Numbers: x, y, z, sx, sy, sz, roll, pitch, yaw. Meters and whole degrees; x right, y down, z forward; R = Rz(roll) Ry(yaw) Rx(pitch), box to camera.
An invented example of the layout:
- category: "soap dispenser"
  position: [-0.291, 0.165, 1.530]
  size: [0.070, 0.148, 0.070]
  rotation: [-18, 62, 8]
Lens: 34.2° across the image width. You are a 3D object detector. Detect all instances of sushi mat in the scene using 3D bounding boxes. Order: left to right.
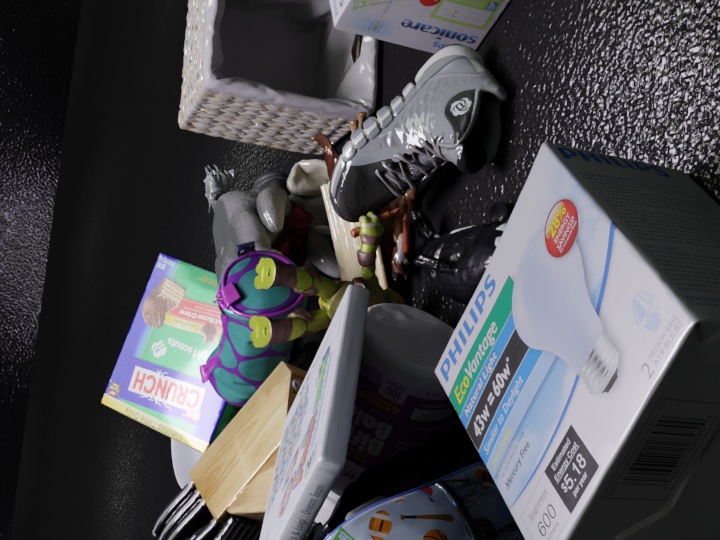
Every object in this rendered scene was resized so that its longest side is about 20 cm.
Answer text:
- category: "sushi mat"
  position: [0.000, 0.000, 1.183]
  size: [0.096, 0.012, 0.201]
  rotation: [-18, 83, 65]

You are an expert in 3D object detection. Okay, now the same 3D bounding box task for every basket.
- category: "basket"
  position: [-0.094, -0.256, 1.336]
  size: [0.161, 0.199, 0.199]
  rotation: [145, 130, -64]

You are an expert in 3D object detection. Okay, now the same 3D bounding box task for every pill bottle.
- category: "pill bottle"
  position: [0.016, 0.139, 1.053]
  size: [0.201, 0.112, 0.112]
  rotation: [-68, 28, 26]

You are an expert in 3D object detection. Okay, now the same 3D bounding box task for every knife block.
- category: "knife block"
  position: [-0.125, 0.201, 1.171]
  size: [0.175, 0.064, 0.201]
  rotation: [-9, 66, 34]

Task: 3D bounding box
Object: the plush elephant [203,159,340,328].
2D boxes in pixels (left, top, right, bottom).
- category: "plush elephant"
  position: [-0.081, -0.037, 1.298]
  size: [0.165, 0.154, 0.200]
  rotation: [114, 145, -48]

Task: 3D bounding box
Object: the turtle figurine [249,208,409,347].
- category: "turtle figurine"
  position: [-0.019, 0.041, 1.076]
  size: [0.064, 0.161, 0.201]
  rotation: [37, 121, 52]

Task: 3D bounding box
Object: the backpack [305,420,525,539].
- category: "backpack"
  position: [0.035, 0.236, 0.888]
  size: [0.154, 0.190, 0.200]
  rotation: [59, 136, 32]

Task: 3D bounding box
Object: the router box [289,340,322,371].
- category: "router box"
  position: [-0.066, 0.180, 1.272]
  size: [0.200, 0.062, 0.150]
  rotation: [-42, 44, 53]

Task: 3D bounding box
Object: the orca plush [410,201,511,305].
- category: "orca plush"
  position: [0.079, -0.019, 1.020]
  size: [0.200, 0.071, 0.106]
  rotation: [46, 123, 60]

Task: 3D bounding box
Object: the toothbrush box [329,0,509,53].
- category: "toothbrush box"
  position: [0.075, -0.297, 1.040]
  size: [0.200, 0.145, 0.086]
  rotation: [-51, 38, 45]

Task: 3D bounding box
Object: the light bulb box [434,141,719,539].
- category: "light bulb box"
  position: [0.166, 0.056, 0.747]
  size: [0.199, 0.124, 0.200]
  rotation: [-68, 29, 27]

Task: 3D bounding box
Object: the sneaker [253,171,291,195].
- category: "sneaker"
  position: [-0.117, -0.038, 1.466]
  size: [0.099, 0.070, 0.200]
  rotation: [-86, 14, -47]

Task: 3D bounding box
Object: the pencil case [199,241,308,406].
- category: "pencil case"
  position: [-0.109, 0.060, 1.176]
  size: [0.200, 0.092, 0.085]
  rotation: [108, 153, -56]

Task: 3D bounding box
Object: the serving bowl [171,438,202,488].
- category: "serving bowl"
  position: [-0.186, 0.190, 1.522]
  size: [0.200, 0.066, 0.201]
  rotation: [-36, 49, 57]

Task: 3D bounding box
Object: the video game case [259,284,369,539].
- category: "video game case"
  position: [-0.041, 0.139, 0.955]
  size: [0.200, 0.024, 0.182]
  rotation: [-81, 13, -51]

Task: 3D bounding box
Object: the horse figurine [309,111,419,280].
- category: "horse figurine"
  position: [0.013, -0.085, 1.201]
  size: [0.200, 0.050, 0.133]
  rotation: [34, 126, 54]

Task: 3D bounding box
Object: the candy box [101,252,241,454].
- category: "candy box"
  position: [-0.198, 0.101, 1.407]
  size: [0.169, 0.077, 0.201]
  rotation: [20, 88, 26]

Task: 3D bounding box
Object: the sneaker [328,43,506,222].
- category: "sneaker"
  position: [0.056, -0.104, 1.060]
  size: [0.200, 0.075, 0.116]
  rotation: [-51, 42, 15]
